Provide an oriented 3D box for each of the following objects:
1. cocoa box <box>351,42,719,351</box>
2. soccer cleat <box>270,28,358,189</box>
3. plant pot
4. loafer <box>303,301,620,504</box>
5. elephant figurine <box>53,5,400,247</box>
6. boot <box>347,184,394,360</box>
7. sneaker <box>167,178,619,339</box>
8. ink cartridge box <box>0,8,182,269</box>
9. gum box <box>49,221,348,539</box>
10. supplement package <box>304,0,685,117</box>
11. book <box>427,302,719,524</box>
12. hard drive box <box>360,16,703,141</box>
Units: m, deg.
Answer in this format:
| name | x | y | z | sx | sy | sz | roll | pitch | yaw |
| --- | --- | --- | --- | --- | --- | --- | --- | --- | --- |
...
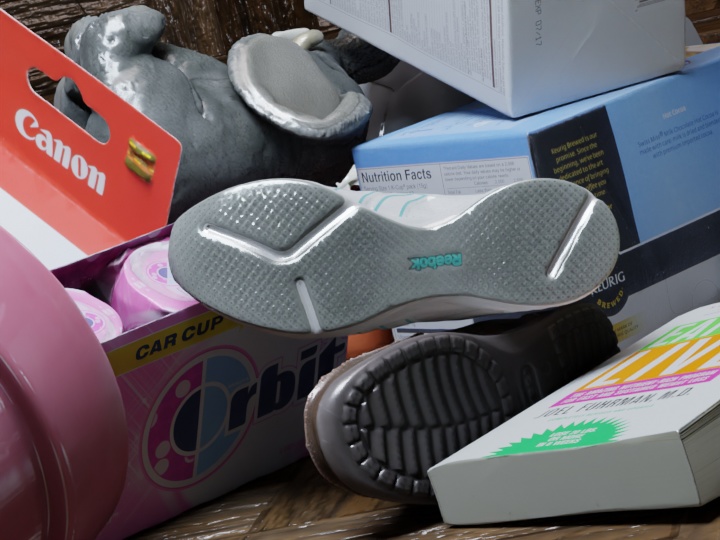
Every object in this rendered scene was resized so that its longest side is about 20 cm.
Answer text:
| name | x | y | z | sx | sy | sz | roll | pitch | yaw |
| --- | --- | --- | --- | --- | --- | --- | --- | --- | --- |
| cocoa box | 0.117 | -0.031 | 1.496 | 0.199 | 0.132 | 0.133 | -22 | 13 | -41 |
| soccer cleat | -0.013 | -0.066 | 1.752 | 0.070 | 0.087 | 0.200 | -14 | 48 | -28 |
| plant pot | -0.220 | 0.088 | 1.175 | 0.199 | 0.201 | 0.179 | -7 | 28 | 34 |
| loafer | 0.038 | 0.063 | 1.293 | 0.071 | 0.074 | 0.199 | -10 | 0 | 40 |
| elephant figurine | -0.051 | -0.073 | 1.510 | 0.199 | 0.156 | 0.141 | 2 | -9 | -18 |
| boot | 0.000 | 0.000 | 1.562 | 0.199 | 0.108 | 0.075 | -25 | 18 | -40 |
| sneaker | 0.013 | -0.002 | 1.308 | 0.199 | 0.071 | 0.080 | 0 | -7 | -4 |
| ink cartridge box | -0.171 | -0.011 | 1.420 | 0.160 | 0.201 | 0.047 | 36 | 37 | 30 |
| gum box | -0.089 | 0.047 | 1.349 | 0.199 | 0.114 | 0.066 | -22 | 40 | -40 |
| supplement package | 0.063 | -0.170 | 1.482 | 0.109 | 0.114 | 0.200 | -17 | 29 | -27 |
| book | 0.140 | 0.058 | 1.250 | 0.133 | 0.048 | 0.200 | -10 | 12 | 41 |
| hard drive box | 0.103 | -0.104 | 1.681 | 0.156 | 0.077 | 0.200 | -35 | -28 | 20 |
